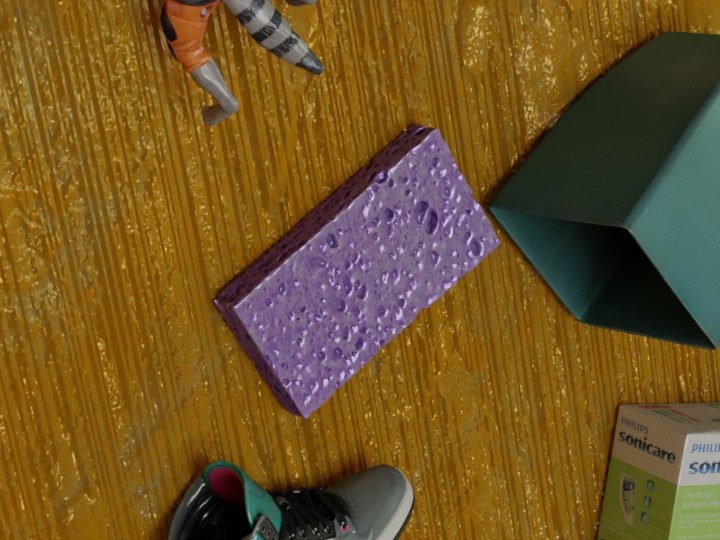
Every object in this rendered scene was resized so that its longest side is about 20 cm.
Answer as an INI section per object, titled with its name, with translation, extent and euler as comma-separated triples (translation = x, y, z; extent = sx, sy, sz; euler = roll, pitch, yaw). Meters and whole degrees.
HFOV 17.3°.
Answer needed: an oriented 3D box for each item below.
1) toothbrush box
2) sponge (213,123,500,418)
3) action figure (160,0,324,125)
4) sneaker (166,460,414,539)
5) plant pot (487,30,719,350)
[toothbrush box]
translation = 0.268, 0.210, 1.876
extent = 0.146, 0.086, 0.200
euler = 0, 104, -35
[sponge]
translation = 0.000, 0.000, 1.656
extent = 0.200, 0.030, 0.112
euler = -42, 123, -19
[action figure]
translation = -0.083, -0.215, 1.491
extent = 0.200, 0.105, 0.193
euler = -47, 135, -13
[sneaker]
translation = -0.057, 0.170, 1.637
extent = 0.200, 0.084, 0.121
euler = -37, 131, -20
[plant pot]
translation = 0.227, -0.070, 1.735
extent = 0.200, 0.141, 0.141
euler = -54, 127, -20
